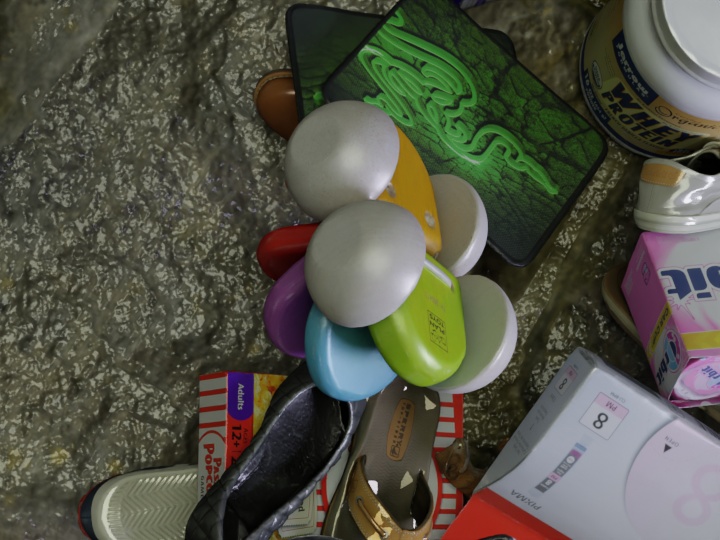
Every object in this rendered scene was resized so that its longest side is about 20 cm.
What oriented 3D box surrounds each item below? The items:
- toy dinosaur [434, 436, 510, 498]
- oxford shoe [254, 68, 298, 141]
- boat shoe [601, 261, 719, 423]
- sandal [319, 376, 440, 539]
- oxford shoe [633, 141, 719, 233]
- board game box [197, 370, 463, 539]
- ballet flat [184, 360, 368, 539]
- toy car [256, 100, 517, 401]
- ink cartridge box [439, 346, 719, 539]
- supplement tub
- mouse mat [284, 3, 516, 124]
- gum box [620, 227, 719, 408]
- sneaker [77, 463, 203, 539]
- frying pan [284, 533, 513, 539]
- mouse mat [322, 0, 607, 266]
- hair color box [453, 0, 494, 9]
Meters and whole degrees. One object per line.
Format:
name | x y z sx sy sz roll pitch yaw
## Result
toy dinosaur | 0.121 0.188 1.222 0.106 0.060 0.200 -38 109 -11
oxford shoe | 0.002 -0.082 1.229 0.200 0.071 0.071 32 40 0
boat shoe | 0.260 0.072 1.246 0.200 0.065 0.072 39 56 20
sandal | 0.023 0.162 1.138 0.080 0.054 0.201 20 74 -28
oxford shoe | 0.277 -0.069 1.232 0.200 0.075 0.058 -12 106 -42
board game box | -0.019 0.154 1.174 0.200 0.046 0.152 5 80 -32
ballet flat | -0.045 0.125 1.098 0.066 0.057 0.200 46 58 -14
toy car | 0.000 0.000 1.091 0.150 0.175 0.200 -29 52 21
ink cartridge box | 0.164 0.177 1.160 0.162 0.057 0.200 32 96 -17
supplement tub | 0.252 -0.170 1.218 0.144 0.200 0.145 1 81 -6
mouse mat | 0.042 -0.122 1.234 0.199 0.008 0.161 4 64 -27
gum box | 0.306 0.029 1.202 0.199 0.066 0.114 -4 52 -12
sneaker | -0.111 0.170 1.192 0.200 0.084 0.075 6 78 -31
frying pan | -0.005 0.205 1.091 0.190 0.031 0.115 -45 93 0
mouse mat | 0.083 -0.112 1.232 0.200 0.008 0.161 40 54 -2
hair color box | 0.167 -0.268 1.271 0.199 0.109 0.065 -18 83 -9
